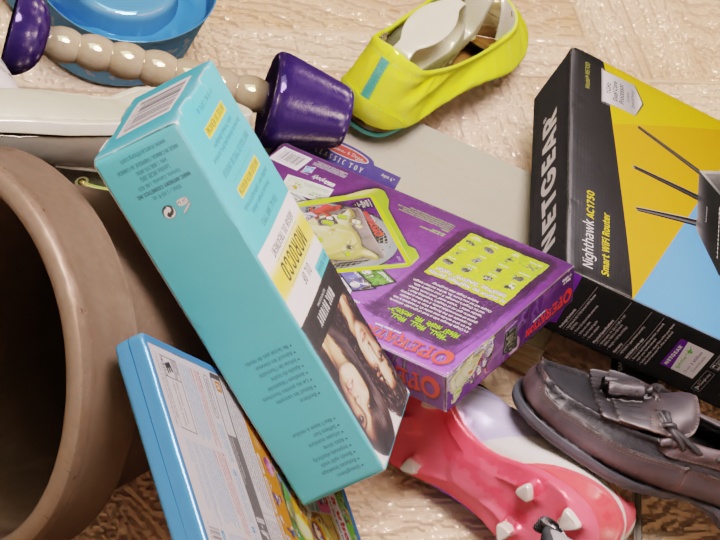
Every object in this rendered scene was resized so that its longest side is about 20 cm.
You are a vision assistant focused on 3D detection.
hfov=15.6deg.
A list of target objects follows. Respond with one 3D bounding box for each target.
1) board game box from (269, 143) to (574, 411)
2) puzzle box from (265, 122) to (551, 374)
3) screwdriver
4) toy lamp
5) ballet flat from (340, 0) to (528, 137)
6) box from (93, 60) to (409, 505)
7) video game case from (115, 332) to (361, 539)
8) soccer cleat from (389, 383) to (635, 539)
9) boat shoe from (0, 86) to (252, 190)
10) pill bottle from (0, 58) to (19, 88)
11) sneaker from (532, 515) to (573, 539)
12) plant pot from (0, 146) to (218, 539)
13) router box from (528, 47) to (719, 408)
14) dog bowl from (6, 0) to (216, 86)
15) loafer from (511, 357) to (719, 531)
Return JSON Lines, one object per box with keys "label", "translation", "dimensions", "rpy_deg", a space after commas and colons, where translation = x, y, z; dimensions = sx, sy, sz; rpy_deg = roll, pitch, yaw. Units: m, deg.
{"label": "board game box", "translation": [0.000, 0.000, 1.401], "dimensions": [0.199, 0.033, 0.120], "rpy_deg": [24, 39, 30]}
{"label": "puzzle box", "translation": [0.032, -0.029, 1.515], "dimensions": [0.199, 0.026, 0.133], "rpy_deg": [25, 46, 5]}
{"label": "screwdriver", "translation": [0.146, 0.112, 1.428], "dimensions": [0.029, 0.028, 0.201], "rpy_deg": [-5, 49, 18]}
{"label": "toy lamp", "translation": [-0.102, -0.111, 1.482], "dimensions": [0.198, 0.058, 0.058], "rpy_deg": [16, 45, -11]}
{"label": "ballet flat", "translation": [0.055, -0.141, 1.576], "dimensions": [0.067, 0.067, 0.200], "rpy_deg": [33, 36, 15]}
{"label": "box", "translation": [-0.049, 0.006, 1.262], "dimensions": [0.201, 0.049, 0.082], "rpy_deg": [59, 21, -18]}
{"label": "video game case", "translation": [-0.045, 0.117, 1.242], "dimensions": [0.018, 0.200, 0.144], "rpy_deg": [-26, 67, 16]}
{"label": "soccer cleat", "translation": [0.060, 0.088, 1.398], "dimensions": [0.200, 0.067, 0.076], "rpy_deg": [40, 25, 22]}
{"label": "boat shoe", "translation": [-0.146, -0.060, 1.363], "dimensions": [0.201, 0.061, 0.072], "rpy_deg": [-2, 21, -37]}
{"label": "pill bottle", "translation": [-0.267, -0.124, 1.439], "dimensions": [0.113, 0.114, 0.200], "rpy_deg": [-12, 49, -28]}
{"label": "sneaker", "translation": [0.066, 0.198, 1.268], "dimensions": [0.140, 0.078, 0.200], "rpy_deg": [38, 43, 4]}
{"label": "plant pot", "translation": [-0.144, 0.032, 1.306], "dimensions": [0.174, 0.201, 0.200], "rpy_deg": [-10, 50, -48]}
{"label": "router box", "translation": [0.170, -0.023, 1.503], "dimensions": [0.148, 0.051, 0.201], "rpy_deg": [24, 39, -16]}
{"label": "dog bowl", "translation": [-0.169, -0.189, 1.580], "dimensions": [0.111, 0.050, 0.200], "rpy_deg": [-21, 58, -33]}
{"label": "loafer", "translation": [0.176, 0.089, 1.392], "dimensions": [0.199, 0.063, 0.072], "rpy_deg": [28, 25, -15]}
